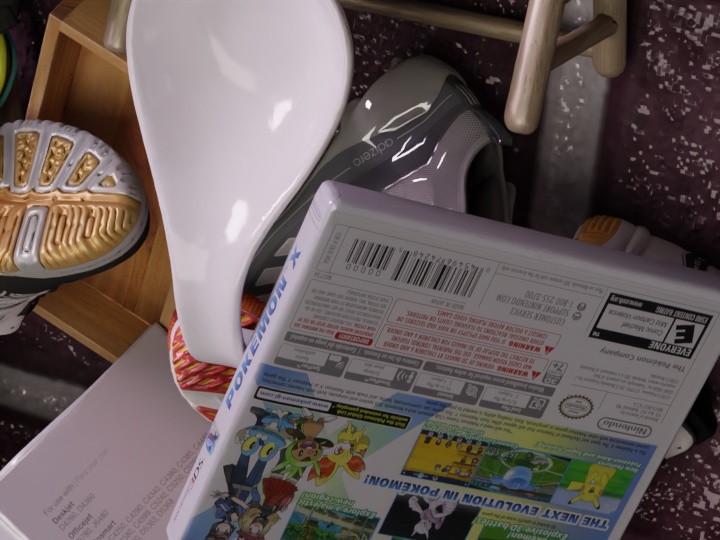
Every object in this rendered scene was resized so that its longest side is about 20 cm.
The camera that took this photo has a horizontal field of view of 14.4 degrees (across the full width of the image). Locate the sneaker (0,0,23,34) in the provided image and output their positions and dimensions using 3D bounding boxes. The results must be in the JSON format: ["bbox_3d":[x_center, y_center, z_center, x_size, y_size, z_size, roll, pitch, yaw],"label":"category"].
[{"bbox_3d":[-0.224,-0.173,1.296,0.200,0.074,0.080,41,139,30],"label":"sneaker"}]

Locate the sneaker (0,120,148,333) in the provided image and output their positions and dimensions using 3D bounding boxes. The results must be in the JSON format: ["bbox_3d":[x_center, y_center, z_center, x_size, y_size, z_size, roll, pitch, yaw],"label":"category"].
[{"bbox_3d":[-0.163,-0.013,1.311,0.200,0.076,0.088,-4,148,38],"label":"sneaker"}]

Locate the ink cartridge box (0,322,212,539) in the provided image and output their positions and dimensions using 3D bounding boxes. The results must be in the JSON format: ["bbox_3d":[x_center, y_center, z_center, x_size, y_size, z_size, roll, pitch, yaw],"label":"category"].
[{"bbox_3d":[-0.095,0.162,1.353,0.200,0.146,0.147,44,140,-1],"label":"ink cartridge box"}]

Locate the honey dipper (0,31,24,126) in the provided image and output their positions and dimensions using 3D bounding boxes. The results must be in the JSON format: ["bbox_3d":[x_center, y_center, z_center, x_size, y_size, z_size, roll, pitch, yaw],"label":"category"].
[{"bbox_3d":[-0.176,-0.141,1.350,0.038,0.038,0.200,2,115,24],"label":"honey dipper"}]

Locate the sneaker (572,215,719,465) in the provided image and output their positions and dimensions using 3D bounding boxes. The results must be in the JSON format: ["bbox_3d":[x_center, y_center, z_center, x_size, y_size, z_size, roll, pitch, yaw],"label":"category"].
[{"bbox_3d":[0.113,0.076,1.287,0.088,0.076,0.200,19,123,8],"label":"sneaker"}]

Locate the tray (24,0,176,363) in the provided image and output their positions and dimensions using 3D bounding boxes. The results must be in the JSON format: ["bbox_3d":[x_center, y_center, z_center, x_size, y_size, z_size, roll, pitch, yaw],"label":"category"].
[{"bbox_3d":[-0.111,-0.038,1.326,0.099,0.037,0.200,32,142,9],"label":"tray"}]

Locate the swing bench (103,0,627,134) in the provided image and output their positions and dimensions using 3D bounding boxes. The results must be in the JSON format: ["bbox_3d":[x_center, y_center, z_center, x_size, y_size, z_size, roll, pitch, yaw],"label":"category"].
[{"bbox_3d":[0.012,-0.182,1.194,0.199,0.130,0.200,13,111,20],"label":"swing bench"}]

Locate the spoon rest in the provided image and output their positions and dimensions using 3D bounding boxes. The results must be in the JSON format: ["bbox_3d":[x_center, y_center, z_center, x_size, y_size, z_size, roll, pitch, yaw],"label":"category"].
[{"bbox_3d":[-0.050,-0.043,1.163,0.099,0.061,0.200,11,118,19],"label":"spoon rest"}]

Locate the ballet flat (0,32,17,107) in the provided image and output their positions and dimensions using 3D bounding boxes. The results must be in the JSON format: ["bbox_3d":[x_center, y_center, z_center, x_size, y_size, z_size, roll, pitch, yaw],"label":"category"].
[{"bbox_3d":[-0.245,-0.068,1.368,0.200,0.067,0.067,-26,69,44],"label":"ballet flat"}]

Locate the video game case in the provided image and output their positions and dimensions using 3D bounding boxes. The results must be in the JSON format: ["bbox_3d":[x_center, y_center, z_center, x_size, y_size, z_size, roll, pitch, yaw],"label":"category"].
[{"bbox_3d":[0.041,0.061,1.208,0.200,0.022,0.182,13,118,-24],"label":"video game case"}]

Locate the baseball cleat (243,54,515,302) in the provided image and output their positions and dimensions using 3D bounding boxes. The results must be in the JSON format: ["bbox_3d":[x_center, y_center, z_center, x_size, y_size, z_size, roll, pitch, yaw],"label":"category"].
[{"bbox_3d":[0.000,0.000,1.296,0.106,0.070,0.200,49,126,29],"label":"baseball cleat"}]

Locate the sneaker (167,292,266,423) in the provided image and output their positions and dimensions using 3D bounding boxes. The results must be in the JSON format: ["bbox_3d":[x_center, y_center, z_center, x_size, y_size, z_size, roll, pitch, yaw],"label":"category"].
[{"bbox_3d":[-0.007,0.081,1.288,0.073,0.077,0.200,-38,100,8],"label":"sneaker"}]
